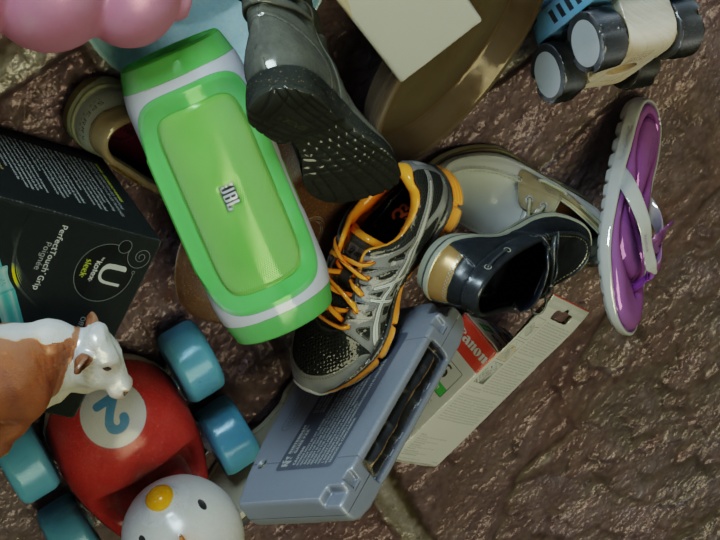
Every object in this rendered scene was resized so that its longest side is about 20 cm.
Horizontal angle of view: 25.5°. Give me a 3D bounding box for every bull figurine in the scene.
[{"bbox_3d":[-0.246,0.079,1.009,0.198,0.065,0.122,5,120,-35],"label":"bull figurine"}]

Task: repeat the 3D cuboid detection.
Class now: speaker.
[{"bbox_3d":[-0.090,-0.056,1.076,0.088,0.088,0.202,-26,104,-14],"label":"speaker"}]

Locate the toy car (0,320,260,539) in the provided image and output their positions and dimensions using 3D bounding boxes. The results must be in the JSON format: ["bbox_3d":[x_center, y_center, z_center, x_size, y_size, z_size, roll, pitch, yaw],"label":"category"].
[{"bbox_3d":[-0.151,0.176,1.214,0.183,0.200,0.178,-31,132,-11],"label":"toy car"}]

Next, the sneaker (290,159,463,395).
[{"bbox_3d":[0.000,0.000,1.208,0.202,0.078,0.077,-61,153,1],"label":"sneaker"}]

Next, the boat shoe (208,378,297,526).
[{"bbox_3d":[-0.060,0.157,1.347,0.201,0.073,0.063,-50,130,0],"label":"boat shoe"}]

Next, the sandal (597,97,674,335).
[{"bbox_3d":[0.239,-0.048,1.348,0.082,0.049,0.206,13,80,-55],"label":"sandal"}]

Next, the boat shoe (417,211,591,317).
[{"bbox_3d":[0.127,0.000,1.252,0.199,0.062,0.075,-9,123,-49],"label":"boat shoe"}]

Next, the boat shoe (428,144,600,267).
[{"bbox_3d":[0.137,-0.051,1.334,0.198,0.068,0.075,11,113,-37],"label":"boat shoe"}]

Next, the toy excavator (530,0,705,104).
[{"bbox_3d":[0.189,-0.253,1.218,0.099,0.203,0.194,-13,170,-25],"label":"toy excavator"}]

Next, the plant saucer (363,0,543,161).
[{"bbox_3d":[0.069,-0.163,1.186,0.200,0.029,0.201,-44,164,-16],"label":"plant saucer"}]

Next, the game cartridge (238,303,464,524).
[{"bbox_3d":[-0.010,0.112,1.230,0.042,0.132,0.201,47,54,-21],"label":"game cartridge"}]

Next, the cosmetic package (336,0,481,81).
[{"bbox_3d":[-0.012,-0.230,1.033,0.073,0.104,0.200,-35,129,8],"label":"cosmetic package"}]

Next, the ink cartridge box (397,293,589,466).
[{"bbox_3d":[0.099,0.083,1.376,0.200,0.050,0.109,-46,156,11],"label":"ink cartridge box"}]

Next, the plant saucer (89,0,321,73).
[{"bbox_3d":[-0.110,-0.222,1.083,0.199,0.039,0.203,-17,128,-23],"label":"plant saucer"}]

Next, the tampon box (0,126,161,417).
[{"bbox_3d":[-0.265,-0.011,1.066,0.198,0.126,0.151,16,111,-39],"label":"tampon box"}]

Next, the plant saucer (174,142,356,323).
[{"bbox_3d":[-0.052,-0.033,1.201,0.200,0.037,0.201,-38,152,-24],"label":"plant saucer"}]

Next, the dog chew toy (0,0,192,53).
[{"bbox_3d":[-0.199,-0.190,0.967,0.197,0.125,0.126,11,115,-15],"label":"dog chew toy"}]

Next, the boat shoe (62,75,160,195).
[{"bbox_3d":[-0.121,-0.077,1.153,0.198,0.066,0.075,15,111,-39],"label":"boat shoe"}]

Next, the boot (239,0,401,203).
[{"bbox_3d":[-0.030,-0.136,1.088,0.067,0.132,0.200,-17,155,14],"label":"boot"}]
